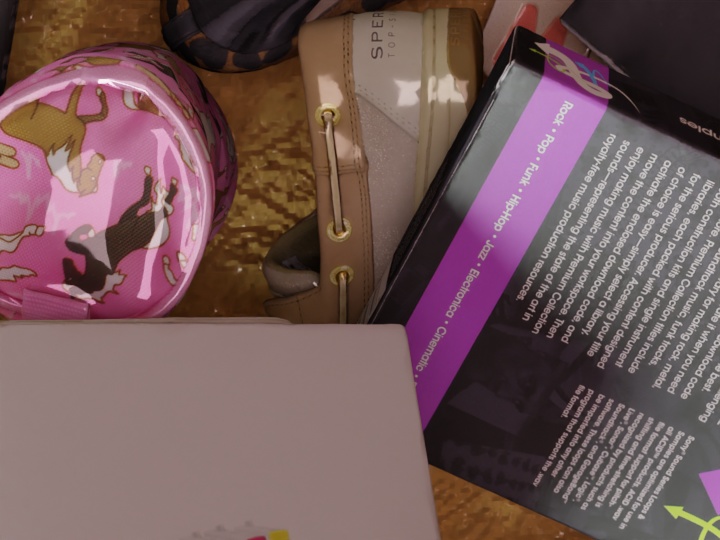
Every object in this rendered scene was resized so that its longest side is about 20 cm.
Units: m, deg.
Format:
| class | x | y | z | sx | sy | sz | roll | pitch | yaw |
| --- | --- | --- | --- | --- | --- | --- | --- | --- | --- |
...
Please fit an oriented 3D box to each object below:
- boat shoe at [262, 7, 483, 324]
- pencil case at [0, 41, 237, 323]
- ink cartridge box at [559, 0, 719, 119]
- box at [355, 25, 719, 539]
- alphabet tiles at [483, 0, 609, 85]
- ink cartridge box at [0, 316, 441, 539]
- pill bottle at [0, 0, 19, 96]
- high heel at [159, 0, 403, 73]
| class | x | y | z | sx | sy | sz | roll | pitch | yaw |
| --- | --- | --- | --- | --- | --- | --- | --- | --- | --- |
| boat shoe | 0.000 | 0.000 | 0.949 | 0.066 | 0.074 | 0.201 | 6 | 119 | 0 |
| pencil case | -0.082 | -0.027 | 0.898 | 0.083 | 0.200 | 0.087 | -24 | 94 | 1 |
| ink cartridge box | 0.169 | -0.056 | 0.918 | 0.200 | 0.037 | 0.095 | 41 | 99 | 15 |
| box | 0.106 | 0.026 | 0.890 | 0.199 | 0.036 | 0.143 | 26 | 118 | -6 |
| alphabet tiles | 0.124 | -0.032 | 0.957 | 0.199 | 0.015 | 0.196 | 24 | 96 | 19 |
| ink cartridge box | -0.063 | 0.131 | 0.823 | 0.144 | 0.147 | 0.201 | 1 | 67 | -25 |
| pill bottle | -0.167 | -0.103 | 0.924 | 0.113 | 0.114 | 0.201 | 10 | 100 | -5 |
| high heel | 0.025 | -0.129 | 0.969 | 0.200 | 0.142 | 0.072 | -27 | 92 | -32 |
